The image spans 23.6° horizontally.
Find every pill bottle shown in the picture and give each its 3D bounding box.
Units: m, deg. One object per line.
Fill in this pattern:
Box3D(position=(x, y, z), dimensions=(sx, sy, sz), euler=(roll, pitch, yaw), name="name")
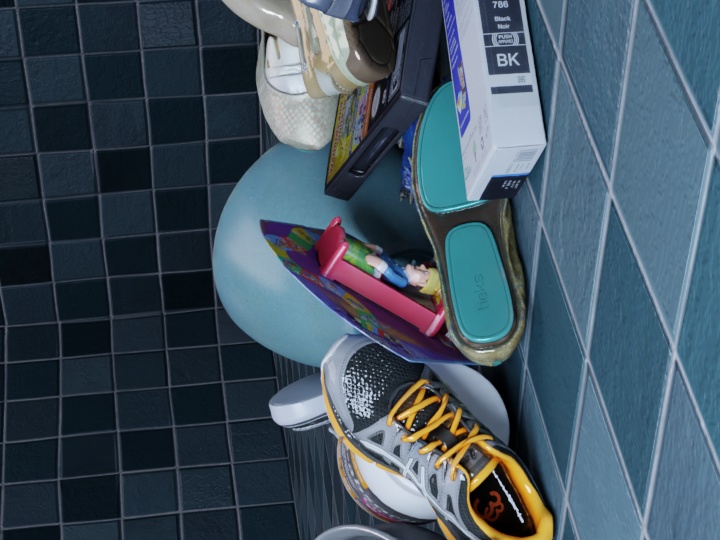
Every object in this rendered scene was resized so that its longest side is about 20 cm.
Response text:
Box3D(position=(0.046, 0.127, 1.274), dimensions=(0.200, 0.116, 0.117), euler=(116, 149, -78), name="pill bottle")

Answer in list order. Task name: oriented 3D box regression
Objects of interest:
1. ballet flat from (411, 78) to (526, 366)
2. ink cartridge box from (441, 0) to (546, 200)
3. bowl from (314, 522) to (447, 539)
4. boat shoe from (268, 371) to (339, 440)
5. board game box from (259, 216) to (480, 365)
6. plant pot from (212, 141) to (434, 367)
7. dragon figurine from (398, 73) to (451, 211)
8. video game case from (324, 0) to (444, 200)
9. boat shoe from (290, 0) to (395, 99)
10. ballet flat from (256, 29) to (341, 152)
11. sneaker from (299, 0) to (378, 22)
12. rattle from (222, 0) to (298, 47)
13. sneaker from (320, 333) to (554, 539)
Box3D(position=(0.075, -0.030, 1.163), dimensions=(0.071, 0.070, 0.201), euler=(101, 163, -67), name="ballet flat")
Box3D(position=(0.080, -0.155, 1.112), dimensions=(0.100, 0.039, 0.201), euler=(110, 154, -73), name="ink cartridge box")
Box3D(position=(0.049, 0.269, 1.292), dimensions=(0.201, 0.090, 0.202), euler=(22, 122, 40), name="bowl")
Box3D(position=(0.004, 0.112, 1.430), dimensions=(0.199, 0.073, 0.069), euler=(-17, -80, -53), name="boat shoe")
Box3D(position=(0.022, 0.001, 1.195), dimensions=(0.158, 0.039, 0.200), euler=(42, -164, 26), name="board game box")
Box3D(position=(0.000, 0.000, 1.373), dimensions=(0.135, 0.199, 0.201), euler=(39, 137, 51), name="plant pot")
Box3D(position=(0.050, -0.118, 1.304), dimensions=(0.100, 0.058, 0.201), euler=(97, 169, -59), name="dragon figurine")
Box3D(position=(0.024, -0.175, 1.262), dimensions=(0.181, 0.025, 0.201), euler=(134, 148, -64), name="video game case")
Box3D(position=(-0.033, -0.216, 1.193), dimensions=(0.071, 0.076, 0.201), euler=(15, -118, -50), name="boat shoe")
Box3D(position=(-0.057, -0.188, 1.355), dimensions=(0.062, 0.067, 0.201), euler=(65, -165, -61), name="ballet flat")
Box3D(position=(0.022, -0.219, 1.057), dimensions=(0.202, 0.077, 0.147), euler=(34, 103, 62), name="sneaker")
Box3D(position=(-0.071, -0.273, 1.275), dimensions=(0.200, 0.130, 0.143), euler=(49, 157, 12), name="rattle")
Box3D(position=(0.056, 0.115, 1.126), dimensions=(0.200, 0.078, 0.077), euler=(45, 160, -6), name="sneaker")
